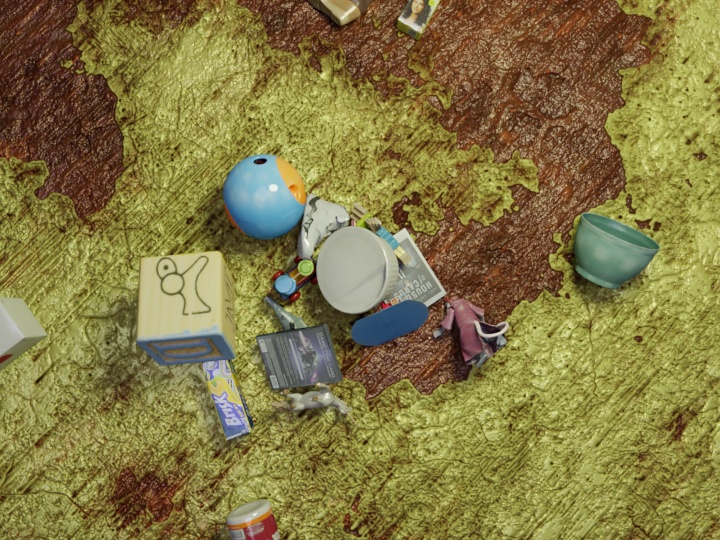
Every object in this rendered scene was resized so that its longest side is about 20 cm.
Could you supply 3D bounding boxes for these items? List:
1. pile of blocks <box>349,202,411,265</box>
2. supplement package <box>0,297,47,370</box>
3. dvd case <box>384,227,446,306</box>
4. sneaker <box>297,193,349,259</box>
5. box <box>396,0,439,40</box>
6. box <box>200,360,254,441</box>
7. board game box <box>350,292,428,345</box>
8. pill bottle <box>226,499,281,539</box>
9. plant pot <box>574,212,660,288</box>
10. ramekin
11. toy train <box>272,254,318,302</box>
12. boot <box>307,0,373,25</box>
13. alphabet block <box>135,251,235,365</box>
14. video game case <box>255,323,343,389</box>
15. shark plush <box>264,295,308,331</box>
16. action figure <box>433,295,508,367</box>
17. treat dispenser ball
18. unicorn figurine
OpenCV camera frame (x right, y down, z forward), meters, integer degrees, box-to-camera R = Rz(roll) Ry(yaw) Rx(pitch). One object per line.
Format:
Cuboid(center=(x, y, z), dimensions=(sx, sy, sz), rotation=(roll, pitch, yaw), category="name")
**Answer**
Cuboid(center=(0.036, -0.079, 1.543), dimensions=(0.062, 0.082, 0.200), rotation=(-43, 75, -9), category="pile of blocks")
Cuboid(center=(-0.884, 0.170, 1.484), dimensions=(0.199, 0.121, 0.120), rotation=(-38, 88, -4), category="supplement package")
Cuboid(center=(0.105, 0.016, 1.589), dimensions=(0.149, 0.025, 0.201), rotation=(-33, 88, -4), category="dvd case")
Cuboid(center=(-0.089, -0.103, 1.530), dimensions=(0.113, 0.076, 0.202), rotation=(11, 48, -8), category="sneaker")
Cuboid(center=(0.173, -0.711, 1.627), dimensions=(0.075, 0.050, 0.202), rotation=(28, 85, -1), category="box")
Cuboid(center=(-0.326, 0.308, 1.530), dimensions=(0.069, 0.064, 0.202), rotation=(-19, 88, -4), category="box")
Cuboid(center=(0.068, 0.116, 1.525), dimensions=(0.198, 0.158, 0.039), rotation=(-24, 56, 8), category="board game box")
Cuboid(center=(-0.241, 0.666, 1.487), dimensions=(0.112, 0.113, 0.202), rotation=(-17, 88, -4), category="pill bottle")
Cuboid(center=(0.615, -0.040, 1.548), dimensions=(0.198, 0.201, 0.135), rotation=(20, 113, -1), category="plant pot")
Cuboid(center=(0.000, 0.000, 1.484), dimensions=(0.200, 0.094, 0.205), rotation=(-1, 89, 30), category="ramekin")
Cuboid(center=(-0.128, -0.009, 1.534), dimensions=(0.199, 0.116, 0.085), rotation=(-39, 89, -4), category="toy train")
Cuboid(center=(-0.054, -0.744, 1.621), dimensions=(0.200, 0.072, 0.166), rotation=(45, 73, 2), category="boot")
Cuboid(center=(-0.398, 0.092, 1.448), dimensions=(0.193, 0.197, 0.202), rotation=(-4, 65, -4), category="alphabet block")
Cuboid(center=(-0.149, 0.212, 1.506), dimensions=(0.198, 0.019, 0.145), rotation=(-11, 101, 25), category="video game case")
Cuboid(center=(-0.156, 0.136, 1.539), dimensions=(0.090, 0.083, 0.201), rotation=(-30, 88, -4), category="shark plush")
Cuboid(center=(0.258, 0.130, 1.528), dimensions=(0.133, 0.150, 0.201), rotation=(-23, 55, -12), category="action figure")
Cuboid(center=(-0.230, -0.176, 1.497), dimensions=(0.198, 0.201, 0.204), rotation=(0, 86, -3), category="treat dispenser ball")
Cuboid(center=(-0.108, 0.320, 1.522), dimensions=(0.197, 0.138, 0.075), rotation=(5, 68, 18), category="unicorn figurine")
